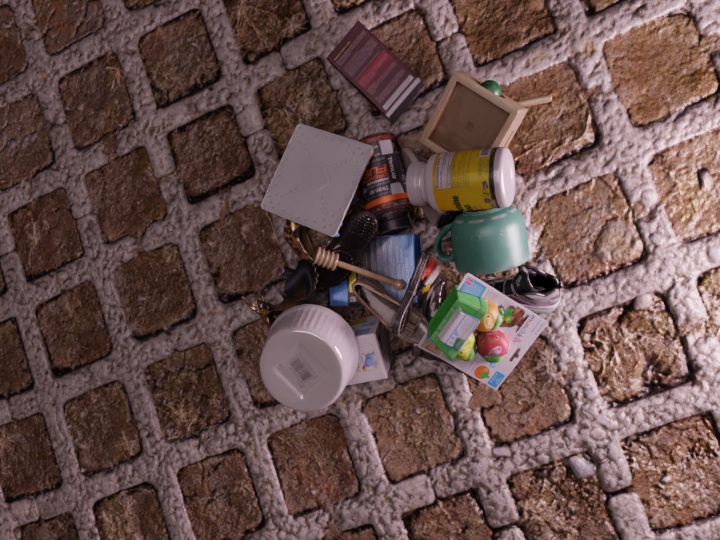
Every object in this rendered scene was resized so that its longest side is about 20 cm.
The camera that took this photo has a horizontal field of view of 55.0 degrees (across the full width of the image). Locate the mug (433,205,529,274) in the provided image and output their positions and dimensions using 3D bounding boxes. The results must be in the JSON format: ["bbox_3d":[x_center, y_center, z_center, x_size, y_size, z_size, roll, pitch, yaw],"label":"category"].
[{"bbox_3d":[0.240,-0.068,1.384,0.180,0.152,0.117,-12,105,-1],"label":"mug"}]

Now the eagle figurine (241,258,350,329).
[{"bbox_3d":[-0.126,0.076,1.469,0.197,0.151,0.154,-27,66,22],"label":"eagle figurine"}]

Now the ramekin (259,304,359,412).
[{"bbox_3d":[-0.105,0.180,1.376,0.195,0.098,0.206,3,109,9],"label":"ramekin"}]

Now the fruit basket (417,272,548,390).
[{"bbox_3d":[0.240,0.128,1.364,0.198,0.094,0.187,32,111,-6],"label":"fruit basket"}]

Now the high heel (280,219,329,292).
[{"bbox_3d":[-0.100,-0.057,1.524,0.140,0.071,0.205,15,108,21],"label":"high heel"}]

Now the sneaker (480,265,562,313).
[{"bbox_3d":[0.304,0.028,1.380,0.195,0.141,0.080,-1,65,8],"label":"sneaker"}]

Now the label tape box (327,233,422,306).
[{"bbox_3d":[0.032,0.002,1.497,0.195,0.063,0.148,-3,88,17],"label":"label tape box"}]

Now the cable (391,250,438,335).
[{"bbox_3d":[0.115,0.040,1.377,0.049,0.202,0.098,16,136,10],"label":"cable"}]

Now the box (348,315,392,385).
[{"bbox_3d":[-0.041,0.178,1.475,0.195,0.113,0.104,-12,105,13],"label":"box"}]

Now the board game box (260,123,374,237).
[{"bbox_3d":[-0.089,-0.189,1.445,0.197,0.026,0.204,21,84,27],"label":"board game box"}]

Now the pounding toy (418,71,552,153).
[{"bbox_3d":[0.258,-0.311,1.422,0.182,0.142,0.203,34,114,13],"label":"pounding toy"}]

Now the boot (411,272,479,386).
[{"bbox_3d":[0.207,0.123,1.456,0.170,0.069,0.205,16,96,9],"label":"boot"}]

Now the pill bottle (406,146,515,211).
[{"bbox_3d":[0.193,-0.174,1.344,0.196,0.112,0.116,-1,88,27],"label":"pill bottle"}]

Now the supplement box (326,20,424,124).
[{"bbox_3d":[0.033,-0.431,1.512,0.109,0.061,0.200,-45,80,8],"label":"supplement box"}]

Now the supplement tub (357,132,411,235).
[{"bbox_3d":[0.051,-0.182,1.476,0.105,0.107,0.205,-16,84,13],"label":"supplement tub"}]

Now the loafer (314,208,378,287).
[{"bbox_3d":[-0.030,-0.048,1.458,0.072,0.071,0.201,35,110,-18],"label":"loafer"}]

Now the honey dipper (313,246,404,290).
[{"bbox_3d":[0.000,0.000,1.420,0.196,0.038,0.039,19,93,-9],"label":"honey dipper"}]

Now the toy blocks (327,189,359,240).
[{"bbox_3d":[-0.063,-0.190,1.512,0.135,0.100,0.202,-33,64,4],"label":"toy blocks"}]

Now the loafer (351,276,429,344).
[{"bbox_3d":[0.061,0.087,1.423,0.198,0.063,0.073,37,101,12],"label":"loafer"}]

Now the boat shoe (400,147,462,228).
[{"bbox_3d":[0.160,-0.185,1.476,0.091,0.075,0.203,-17,66,-21],"label":"boat shoe"}]
